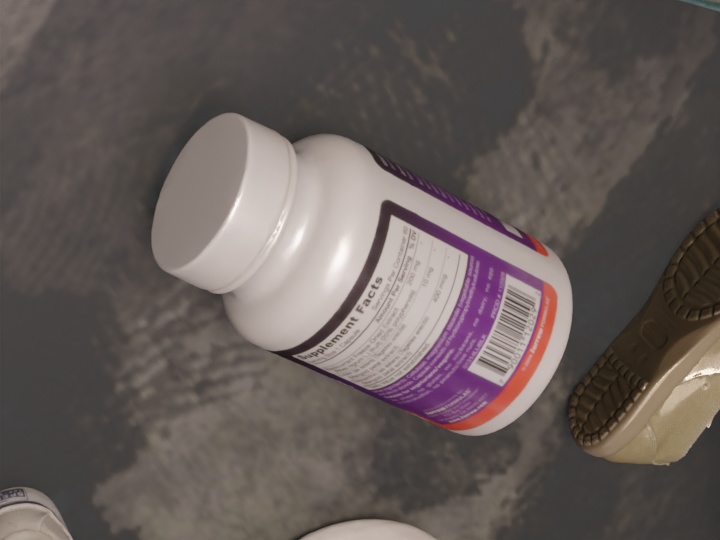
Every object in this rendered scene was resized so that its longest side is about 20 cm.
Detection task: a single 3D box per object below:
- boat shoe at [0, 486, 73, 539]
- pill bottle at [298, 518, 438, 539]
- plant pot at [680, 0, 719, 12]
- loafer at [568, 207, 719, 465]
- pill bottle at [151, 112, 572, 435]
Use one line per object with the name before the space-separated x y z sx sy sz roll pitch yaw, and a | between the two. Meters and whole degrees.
boat shoe | -0.150 0.209 0.917 0.071 0.070 0.201 -24 121 -12
pill bottle | 0.012 0.252 0.984 0.116 0.116 0.201 -19 120 -14
plant pot | 0.253 -0.209 0.826 0.195 0.196 0.201 9 101 -27
loafer | 0.204 0.035 0.990 0.068 0.076 0.200 31 109 -34
pill bottle | 0.000 0.000 0.856 0.199 0.111 0.112 26 102 -31
